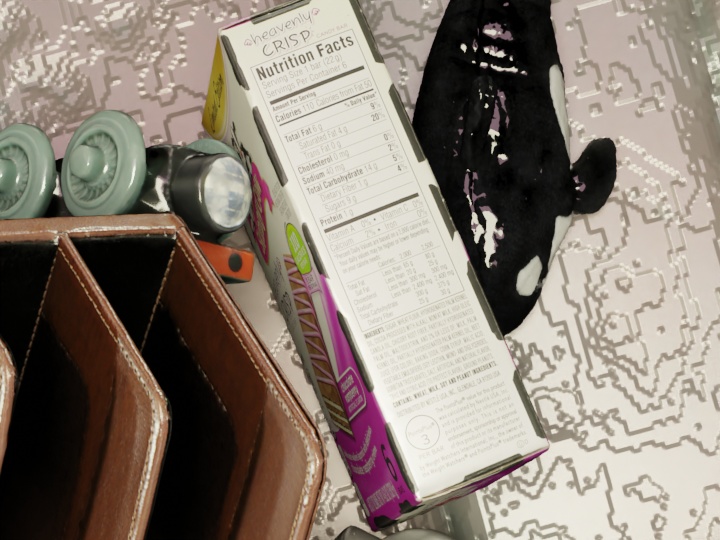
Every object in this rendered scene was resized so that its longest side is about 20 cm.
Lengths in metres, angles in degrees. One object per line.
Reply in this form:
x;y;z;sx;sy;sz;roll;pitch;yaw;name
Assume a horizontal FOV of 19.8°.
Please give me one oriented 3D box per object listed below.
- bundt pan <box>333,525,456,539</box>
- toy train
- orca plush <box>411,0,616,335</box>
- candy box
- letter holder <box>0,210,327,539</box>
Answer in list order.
0.003;0.181;0.803;0.201;0.076;0.203;-10;45;10;bundt pan
-0.124;0.001;0.848;0.199;0.085;0.115;-3;79;39;toy train
0.068;-0.074;0.886;0.105;0.071;0.201;22;84;6;orca plush
0.000;0.000;0.845;0.061;0.136;0.201;-21;81;-11;candy box
-0.104;0.102;0.723;0.100;0.201;0.142;-4;39;-34;letter holder
